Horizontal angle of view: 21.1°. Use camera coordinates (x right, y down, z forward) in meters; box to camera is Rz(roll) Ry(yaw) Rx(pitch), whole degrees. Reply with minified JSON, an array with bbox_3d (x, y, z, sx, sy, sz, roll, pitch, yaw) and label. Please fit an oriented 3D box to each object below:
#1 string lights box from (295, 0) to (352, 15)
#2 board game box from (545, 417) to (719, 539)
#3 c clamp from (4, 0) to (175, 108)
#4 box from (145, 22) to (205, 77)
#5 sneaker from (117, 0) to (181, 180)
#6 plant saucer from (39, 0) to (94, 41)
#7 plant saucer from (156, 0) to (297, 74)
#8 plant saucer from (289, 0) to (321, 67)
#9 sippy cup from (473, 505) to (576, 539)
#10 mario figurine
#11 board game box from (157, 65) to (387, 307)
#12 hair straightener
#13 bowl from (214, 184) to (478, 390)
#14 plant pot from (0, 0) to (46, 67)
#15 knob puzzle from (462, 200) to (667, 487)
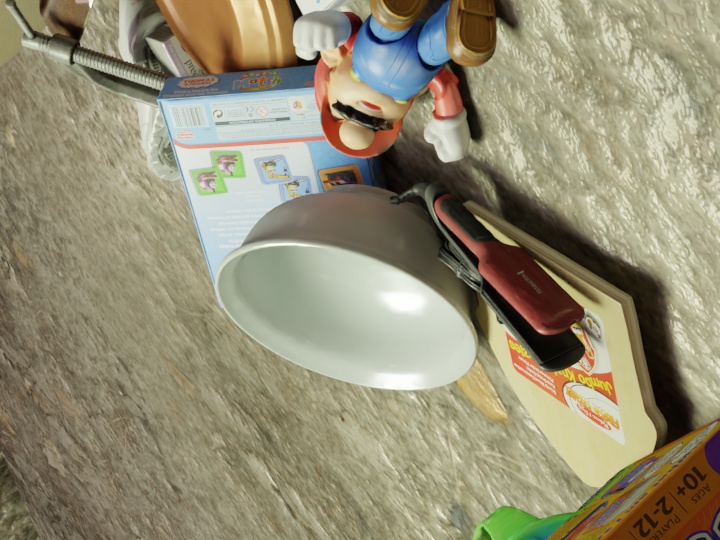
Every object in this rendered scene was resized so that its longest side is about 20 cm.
[{"bbox_3d":[-0.046,-0.273,1.273,0.200,0.059,0.103,62,160,-3],"label":"string lights box"},{"bbox_3d":[0.191,0.235,1.149,0.200,0.200,0.200,49,159,4],"label":"board game box"},{"bbox_3d":[-0.174,-0.148,1.528,0.200,0.027,0.171,19,171,5],"label":"c clamp"},{"bbox_3d":[-0.116,-0.121,1.638,0.041,0.039,0.200,23,145,58],"label":"box"},{"bbox_3d":[-0.171,-0.170,1.710,0.200,0.078,0.099,88,159,-44],"label":"sneaker"},{"bbox_3d":[-0.227,-0.279,1.561,0.200,0.034,0.201,-169,90,-74],"label":"plant saucer"},{"bbox_3d":[-0.117,-0.219,1.467,0.200,0.037,0.200,48,156,29],"label":"plant saucer"},{"bbox_3d":[-0.081,-0.188,1.516,0.200,0.029,0.200,49,156,30],"label":"plant saucer"},{"bbox_3d":[0.158,0.259,1.421,0.130,0.139,0.178,84,-178,-67],"label":"sippy cup"},{"bbox_3d":[0.018,-0.120,1.264,0.124,0.106,0.200,57,158,4],"label":"mario figurine"},{"bbox_3d":[-0.056,-0.061,1.478,0.037,0.151,0.200,-76,-22,-51],"label":"board game box"},{"bbox_3d":[0.081,0.007,1.287,0.200,0.041,0.077,42,152,41],"label":"hair straightener"},{"bbox_3d":[0.000,0.000,1.417,0.201,0.091,0.201,14,152,8],"label":"bowl"},{"bbox_3d":[-0.372,-0.306,1.829,0.200,0.177,0.200,56,160,12],"label":"plant pot"},{"bbox_3d":[0.147,0.062,1.307,0.220,0.030,0.220,48,156,30],"label":"knob puzzle"}]
